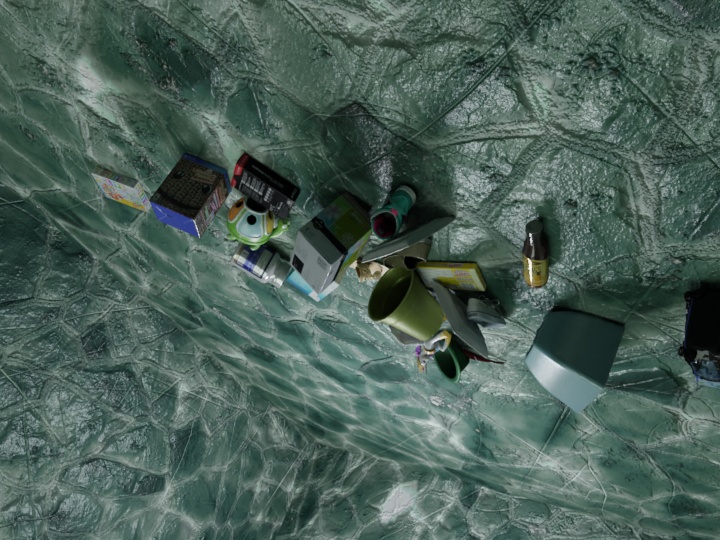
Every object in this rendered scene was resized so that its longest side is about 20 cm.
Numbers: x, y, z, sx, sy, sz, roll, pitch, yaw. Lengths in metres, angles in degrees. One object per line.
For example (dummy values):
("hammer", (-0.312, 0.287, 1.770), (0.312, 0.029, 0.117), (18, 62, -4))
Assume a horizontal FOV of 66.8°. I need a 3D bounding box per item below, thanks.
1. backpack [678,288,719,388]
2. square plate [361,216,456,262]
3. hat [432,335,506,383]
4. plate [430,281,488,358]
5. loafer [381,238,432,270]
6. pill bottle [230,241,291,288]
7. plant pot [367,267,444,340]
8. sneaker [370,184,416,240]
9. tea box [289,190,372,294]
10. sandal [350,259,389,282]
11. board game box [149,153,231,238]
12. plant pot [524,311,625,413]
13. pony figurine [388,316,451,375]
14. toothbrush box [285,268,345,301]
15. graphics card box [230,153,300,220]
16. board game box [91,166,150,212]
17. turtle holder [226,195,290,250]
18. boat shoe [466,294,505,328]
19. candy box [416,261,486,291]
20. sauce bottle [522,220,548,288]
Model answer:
("backpack", (0.798, 0.162, 1.204), (0.144, 0.187, 0.200), (1, 148, 39))
("square plate", (0.119, -0.084, 1.405), (0.196, 0.197, 0.029), (-19, 98, 51))
("hat", (0.368, 0.291, 1.937), (0.204, 0.172, 0.166), (62, 157, 14))
("plate", (0.296, 0.137, 1.594), (0.032, 0.203, 0.199), (-38, 132, 17))
("loafer", (0.125, -0.038, 1.553), (0.073, 0.072, 0.198), (18, 156, -27))
("pill bottle", (-0.349, -0.029, 1.929), (0.197, 0.122, 0.120), (32, 151, -9))
("plant pot", (0.153, 0.112, 1.659), (0.188, 0.205, 0.198), (35, 150, -25))
("sneaker", (0.071, -0.121, 1.418), (0.083, 0.121, 0.201), (37, 150, 6))
("tea box", (-0.080, -0.075, 1.527), (0.133, 0.196, 0.201), (43, 153, 7))
("sandal", (0.000, 0.003, 1.738), (0.206, 0.071, 0.078), (22, 151, 10))
("board game box", (-0.513, -0.230, 1.667), (0.155, 0.204, 0.098), (21, 150, 8))
("plant pot", (0.571, 0.229, 1.504), (0.196, 0.199, 0.198), (27, 153, 16))
("pony figurine", (0.208, 0.215, 1.805), (0.163, 0.195, 0.203), (-3, 137, -39))
("toothbrush box", (-0.149, 0.008, 1.856), (0.144, 0.087, 0.199), (34, 149, -13))
("graphics card box", (-0.281, -0.243, 1.607), (0.197, 0.052, 0.125), (33, 150, -7))
("board game box", (-0.891, -0.302, 2.041), (0.194, 0.035, 0.136), (20, 149, 15))
("turtle holder", (-0.324, -0.150, 1.701), (0.183, 0.142, 0.133), (36, 134, 2))
("boat shoe", (0.368, 0.116, 1.606), (0.073, 0.089, 0.199), (-13, 158, 39))
("candy box", (0.259, 0.016, 1.585), (0.195, 0.027, 0.103), (4, 142, 37))
("sauce bottle", (0.423, -0.039, 1.326), (0.064, 0.067, 0.202), (9, 145, 29))
